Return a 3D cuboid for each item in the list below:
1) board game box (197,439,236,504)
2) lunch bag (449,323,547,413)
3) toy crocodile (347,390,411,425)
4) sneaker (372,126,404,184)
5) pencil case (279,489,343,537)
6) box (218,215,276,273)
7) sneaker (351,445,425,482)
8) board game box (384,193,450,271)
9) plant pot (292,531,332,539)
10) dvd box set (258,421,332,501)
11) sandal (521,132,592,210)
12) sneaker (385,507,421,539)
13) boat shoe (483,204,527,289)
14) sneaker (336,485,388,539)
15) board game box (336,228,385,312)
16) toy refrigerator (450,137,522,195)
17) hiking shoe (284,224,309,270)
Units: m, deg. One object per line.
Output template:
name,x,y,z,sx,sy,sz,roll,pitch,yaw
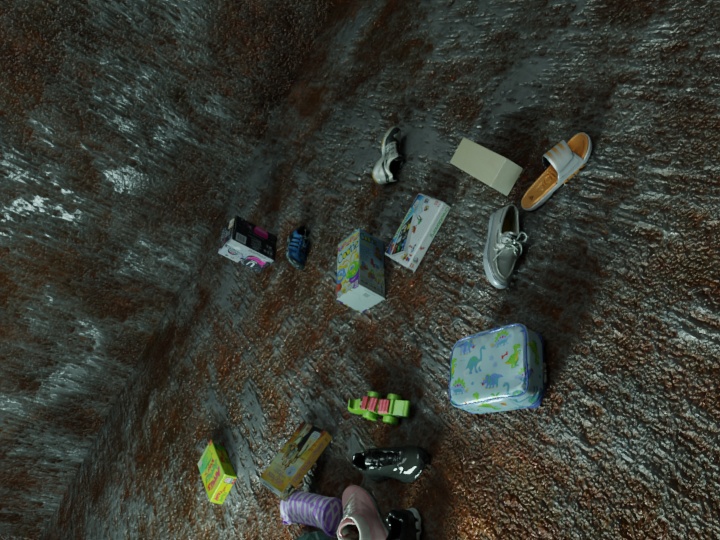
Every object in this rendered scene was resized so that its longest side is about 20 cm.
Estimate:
board game box,-0.480,0.666,1.866,0.103,0.047,0.200,-60,33,3
lunch bag,0.275,0.198,1.130,0.199,0.082,0.163,-24,49,43
toy crocodile,0.047,0.332,1.366,0.198,0.061,0.069,-8,60,51
sneaker,0.109,-0.367,1.793,0.087,0.075,0.203,6,74,39
pencil case,-0.123,0.598,1.387,0.198,0.084,0.086,-17,42,47
box,-0.452,-0.101,2.240,0.114,0.198,0.134,-35,41,37
sneaker,0.060,0.430,1.253,0.199,0.090,0.077,-29,43,39
board game box,0.156,-0.109,1.557,0.202,0.034,0.126,-60,34,3
plant pot,-0.149,0.705,1.267,0.195,0.200,0.202,-36,40,21
dvd box set,-0.176,0.506,1.502,0.200,0.030,0.146,-50,22,-23
sandal,0.426,-0.224,1.245,0.207,0.059,0.080,-51,35,17
sneaker,0.086,0.572,1.113,0.066,0.090,0.202,-39,40,32
boat shoe,0.330,-0.061,1.244,0.086,0.074,0.205,-43,27,55
sneaker,-0.014,0.551,1.256,0.076,0.104,0.200,-59,32,7
board game box,0.000,0.000,1.632,0.102,0.104,0.203,-33,42,37
toy refrigerator,0.317,-0.266,1.421,0.077,0.069,0.200,-61,32,14
hiking shoe,-0.226,-0.087,2.032,0.087,0.074,0.202,-45,36,25
